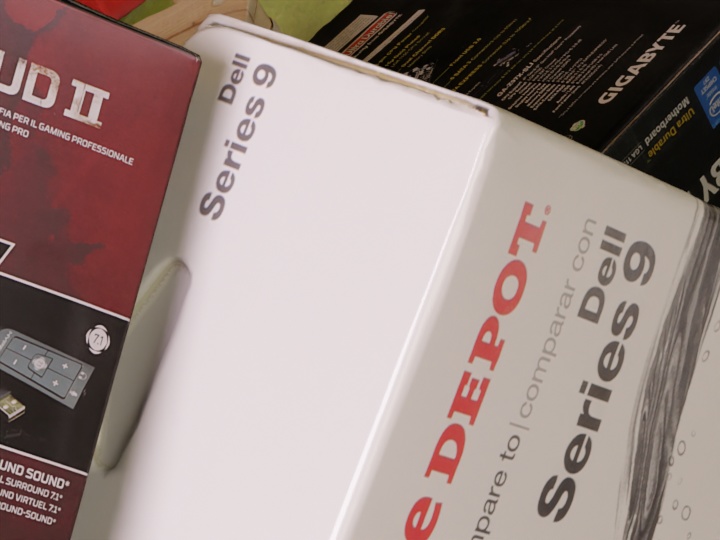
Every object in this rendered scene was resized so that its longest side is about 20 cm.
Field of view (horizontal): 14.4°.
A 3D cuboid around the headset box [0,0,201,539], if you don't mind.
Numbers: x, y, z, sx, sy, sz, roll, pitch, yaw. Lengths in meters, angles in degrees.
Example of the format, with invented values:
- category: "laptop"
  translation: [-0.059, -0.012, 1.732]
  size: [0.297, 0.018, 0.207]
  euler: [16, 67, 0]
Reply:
- category: "headset box"
  translation: [-0.114, 0.025, 0.567]
  size: [0.075, 0.148, 0.201]
  euler: [20, 77, -29]

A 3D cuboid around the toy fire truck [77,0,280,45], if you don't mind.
- category: "toy fire truck"
  translation: [-0.069, -0.040, 0.740]
  size: [0.141, 0.200, 0.049]
  euler: [-45, 130, -14]

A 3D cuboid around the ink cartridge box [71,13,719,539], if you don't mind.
- category: "ink cartridge box"
  translation: [0.029, 0.047, 0.611]
  size: [0.200, 0.084, 0.147]
  euler: [19, 91, -51]

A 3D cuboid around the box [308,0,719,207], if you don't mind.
- category: "box"
  translation: [0.000, 0.000, 0.753]
  size: [0.200, 0.159, 0.049]
  euler: [-45, 119, -27]

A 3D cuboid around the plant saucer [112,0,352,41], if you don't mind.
- category: "plant saucer"
  translation: [-0.005, -0.015, 0.867]
  size: [0.199, 0.031, 0.201]
  euler: [2, 86, -29]
